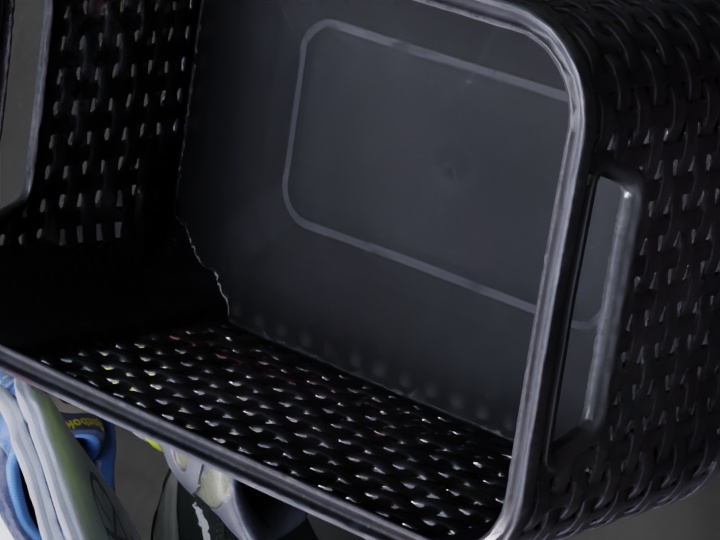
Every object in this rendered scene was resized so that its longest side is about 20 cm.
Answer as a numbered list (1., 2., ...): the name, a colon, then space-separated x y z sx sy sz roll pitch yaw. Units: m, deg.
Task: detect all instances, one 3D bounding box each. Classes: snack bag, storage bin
1. snack bag: -0.061 0.154 0.900 0.021 0.189 0.200 -22 59 -1
2. storage bin: -0.003 -0.022 0.710 0.200 0.094 0.136 21 111 37

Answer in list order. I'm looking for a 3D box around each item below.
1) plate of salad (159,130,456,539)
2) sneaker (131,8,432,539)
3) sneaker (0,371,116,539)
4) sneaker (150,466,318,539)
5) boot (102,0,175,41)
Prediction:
1. plate of salad: -0.022 0.016 0.918 0.200 0.048 0.201 26 123 48
2. sneaker: 0.000 0.000 0.816 0.081 0.074 0.200 53 128 25
3. sneaker: -0.135 0.045 1.049 0.082 0.074 0.201 -29 75 39
4. sneaker: 0.001 0.139 0.900 0.084 0.074 0.201 -22 89 32
5. boot: -0.093 -0.210 1.017 0.200 0.072 0.182 54 138 38
